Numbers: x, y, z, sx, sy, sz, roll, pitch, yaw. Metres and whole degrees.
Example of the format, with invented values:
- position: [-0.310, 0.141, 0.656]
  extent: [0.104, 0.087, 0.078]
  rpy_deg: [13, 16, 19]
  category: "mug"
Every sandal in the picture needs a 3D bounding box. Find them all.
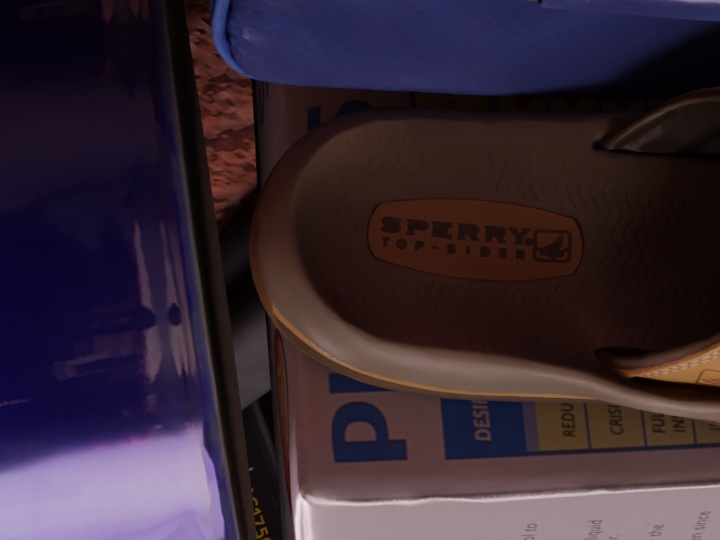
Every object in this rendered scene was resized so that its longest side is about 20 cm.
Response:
- position: [0.077, -0.009, 0.511]
  extent: [0.199, 0.081, 0.054]
  rpy_deg: [2, 154, -2]
  category: "sandal"

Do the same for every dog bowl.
- position: [-0.074, 0.005, 0.621]
  extent: [0.078, 0.201, 0.200]
  rpy_deg: [-8, 152, -2]
  category: "dog bowl"

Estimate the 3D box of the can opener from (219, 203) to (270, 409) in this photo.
- position: [0.000, 0.000, 0.783]
  extent: [0.067, 0.054, 0.200]
  rpy_deg: [13, 148, -31]
  category: "can opener"

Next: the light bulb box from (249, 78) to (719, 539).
- position: [0.075, -0.013, 0.617]
  extent: [0.199, 0.199, 0.125]
  rpy_deg: [-2, 151, -4]
  category: "light bulb box"

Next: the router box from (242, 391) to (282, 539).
- position: [-0.060, 0.150, 0.853]
  extent: [0.149, 0.201, 0.051]
  rpy_deg: [-31, 151, 16]
  category: "router box"

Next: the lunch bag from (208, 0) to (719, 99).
- position: [0.062, -0.105, 0.512]
  extent: [0.199, 0.133, 0.136]
  rpy_deg: [1, 152, -11]
  category: "lunch bag"
